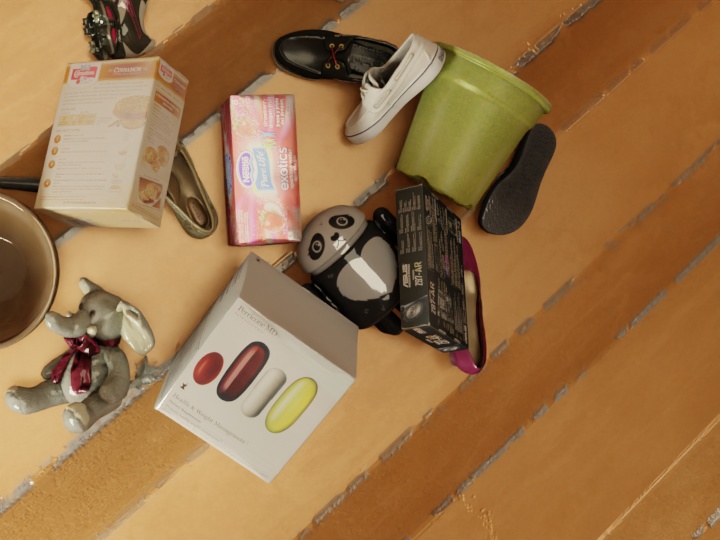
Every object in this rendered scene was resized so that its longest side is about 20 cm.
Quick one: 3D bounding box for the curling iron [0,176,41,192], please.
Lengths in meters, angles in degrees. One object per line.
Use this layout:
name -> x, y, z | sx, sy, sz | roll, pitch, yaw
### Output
curling iron -> -0.409, -0.104, 1.298 | 0.196, 0.026, 0.051 | 11, 84, -16

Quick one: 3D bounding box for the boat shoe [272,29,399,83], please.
boat shoe -> -0.028, -0.311, 1.392 | 0.197, 0.063, 0.075 | 7, 91, -15

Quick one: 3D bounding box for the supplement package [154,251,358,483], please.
supplement package -> -0.133, 0.129, 1.279 | 0.190, 0.148, 0.201 | 34, 110, -13

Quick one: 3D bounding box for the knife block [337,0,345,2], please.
knife block -> -0.045, -0.491, 1.384 | 0.196, 0.064, 0.180 | 10, 87, -16

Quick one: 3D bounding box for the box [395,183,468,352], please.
box -> 0.103, 0.001, 1.359 | 0.043, 0.160, 0.204 | -10, 71, 24

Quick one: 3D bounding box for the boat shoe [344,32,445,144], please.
boat shoe -> 0.033, -0.256, 1.350 | 0.065, 0.199, 0.073 | 29, 47, -26

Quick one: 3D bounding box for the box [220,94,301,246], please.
box -> -0.139, -0.137, 1.337 | 0.093, 0.102, 0.205 | -3, 92, -16

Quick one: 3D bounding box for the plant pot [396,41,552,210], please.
plant pot -> 0.148, -0.198, 1.388 | 0.198, 0.200, 0.187 | 27, 94, -14

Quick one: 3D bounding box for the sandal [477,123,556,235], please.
sandal -> 0.243, -0.135, 1.485 | 0.076, 0.043, 0.202 | 40, 70, -20

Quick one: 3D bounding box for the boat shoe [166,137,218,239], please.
boat shoe -> -0.257, -0.137, 1.323 | 0.073, 0.063, 0.201 | -37, 99, -12

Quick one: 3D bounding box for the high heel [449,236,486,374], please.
high heel -> 0.164, 0.051, 1.428 | 0.066, 0.096, 0.205 | -5, 92, -16

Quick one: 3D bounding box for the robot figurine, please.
robot figurine -> 0.000, 0.001, 1.365 | 0.200, 0.124, 0.151 | 48, 39, -11

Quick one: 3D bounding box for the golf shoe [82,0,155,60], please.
golf shoe -> -0.338, -0.388, 1.305 | 0.087, 0.077, 0.205 | -12, 96, -36

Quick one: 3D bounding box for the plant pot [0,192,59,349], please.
plant pot -> -0.483, 0.000, 1.236 | 0.196, 0.093, 0.206 | 0, 90, -8

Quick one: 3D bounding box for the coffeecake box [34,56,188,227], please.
coffeecake box -> -0.320, -0.164, 1.238 | 0.151, 0.073, 0.204 | 2, 75, 25

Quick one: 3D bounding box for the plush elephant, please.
plush elephant -> -0.351, 0.098, 1.251 | 0.198, 0.163, 0.158 | -19, 111, -43
